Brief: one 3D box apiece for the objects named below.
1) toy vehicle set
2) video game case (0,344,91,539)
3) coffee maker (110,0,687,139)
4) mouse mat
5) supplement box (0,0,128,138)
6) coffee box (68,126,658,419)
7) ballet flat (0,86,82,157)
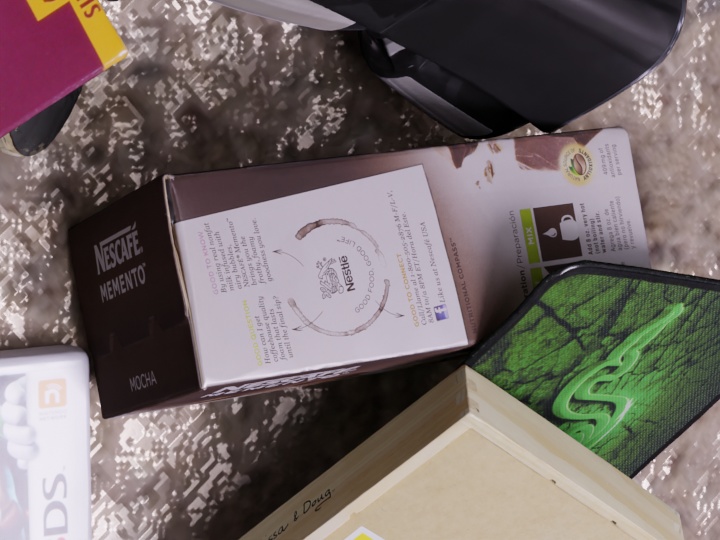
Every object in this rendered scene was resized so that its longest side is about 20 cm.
[{"bbox_3d":[0.015,0.130,0.885,0.124,0.027,0.200,36,120,-29],"label":"toy vehicle set"},{"bbox_3d":[-0.196,0.127,0.840,0.199,0.023,0.183,-5,100,-28],"label":"video game case"},{"bbox_3d":[0.028,-0.136,0.813,0.199,0.191,0.136,19,78,-38],"label":"coffee maker"},{"bbox_3d":[0.076,0.066,0.899,0.160,0.008,0.200,7,137,-42],"label":"mouse mat"},{"bbox_3d":[-0.190,-0.065,0.696,0.200,0.085,0.111,-37,113,-22],"label":"supplement box"},{"bbox_3d":[0.000,0.000,0.868,0.199,0.113,0.081,-8,85,-28],"label":"coffee box"},{"bbox_3d":[-0.134,-0.143,0.826,0.066,0.056,0.202,-26,118,-61],"label":"ballet flat"}]
